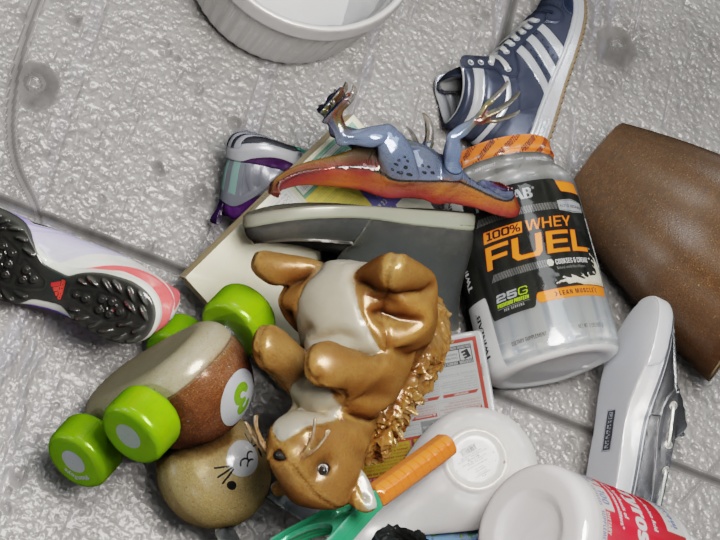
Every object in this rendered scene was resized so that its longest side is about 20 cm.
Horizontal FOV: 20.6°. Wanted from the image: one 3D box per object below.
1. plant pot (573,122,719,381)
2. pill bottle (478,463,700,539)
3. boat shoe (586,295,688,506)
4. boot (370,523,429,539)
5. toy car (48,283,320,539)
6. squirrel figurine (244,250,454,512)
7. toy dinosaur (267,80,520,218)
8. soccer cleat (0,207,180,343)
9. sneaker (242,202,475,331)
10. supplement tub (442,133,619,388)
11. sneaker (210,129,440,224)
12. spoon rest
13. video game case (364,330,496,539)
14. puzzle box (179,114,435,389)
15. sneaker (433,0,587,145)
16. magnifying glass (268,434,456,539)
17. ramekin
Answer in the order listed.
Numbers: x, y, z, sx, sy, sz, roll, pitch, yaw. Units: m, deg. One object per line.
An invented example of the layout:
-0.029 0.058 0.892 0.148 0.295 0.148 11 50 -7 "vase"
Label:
0.284 -0.035 1.756 0.200 0.187 0.187 37 61 11 "plant pot"
0.195 0.230 1.577 0.200 0.112 0.113 24 60 -43 "pill bottle"
0.245 0.124 1.685 0.068 0.072 0.201 17 76 -22 "boat shoe"
-0.022 0.259 1.513 0.200 0.168 0.076 25 21 -16 "boot"
-0.109 0.145 1.544 0.200 0.158 0.164 52 48 -11 "toy car"
-0.003 0.095 1.513 0.200 0.141 0.187 28 68 -59 "squirrel figurine"
0.041 -0.077 1.604 0.181 0.105 0.200 42 77 -12 "toy dinosaur"
-0.238 -0.001 1.580 0.200 0.068 0.073 23 16 14 "soccer cleat"
0.000 0.000 1.605 0.199 0.075 0.107 3 93 -21 "sneaker"
0.142 -0.008 1.706 0.122 0.123 0.201 -8 73 -24 "supplement tub"
-0.031 -0.055 1.701 0.200 0.074 0.088 16 95 -19 "sneaker"
0.049 0.179 1.592 0.200 0.061 0.100 -24 72 -14 "spoon rest"
0.047 0.158 1.630 0.143 0.017 0.201 -10 72 4 "video game case"
-0.035 -0.015 1.645 0.200 0.025 0.133 -44 105 -12 "puzzle box"
0.135 -0.196 1.805 0.108 0.070 0.200 23 67 -14 "sneaker"
-0.006 0.185 1.520 0.200 0.080 0.022 -31 102 -27 "magnifying glass"
-0.058 -0.278 1.741 0.200 0.105 0.201 7 68 -19 "ramekin"
